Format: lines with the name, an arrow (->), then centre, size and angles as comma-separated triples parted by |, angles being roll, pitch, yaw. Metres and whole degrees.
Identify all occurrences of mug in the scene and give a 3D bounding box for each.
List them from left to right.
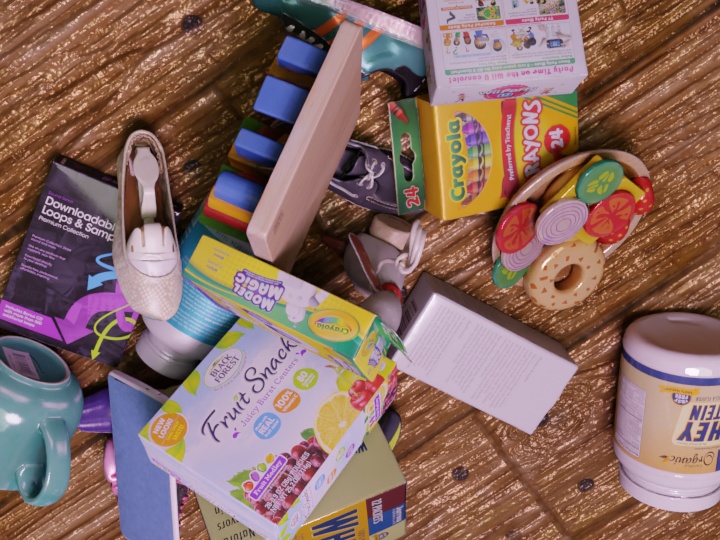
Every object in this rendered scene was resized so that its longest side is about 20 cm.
mug -> -0.362, 0.149, 1.003 | 0.185, 0.152, 0.115 | 32, 102, 0

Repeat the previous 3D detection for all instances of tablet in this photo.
tablet -> -0.229, 0.215, 1.007 | 0.014, 0.130, 0.201 | -13, 109, -39

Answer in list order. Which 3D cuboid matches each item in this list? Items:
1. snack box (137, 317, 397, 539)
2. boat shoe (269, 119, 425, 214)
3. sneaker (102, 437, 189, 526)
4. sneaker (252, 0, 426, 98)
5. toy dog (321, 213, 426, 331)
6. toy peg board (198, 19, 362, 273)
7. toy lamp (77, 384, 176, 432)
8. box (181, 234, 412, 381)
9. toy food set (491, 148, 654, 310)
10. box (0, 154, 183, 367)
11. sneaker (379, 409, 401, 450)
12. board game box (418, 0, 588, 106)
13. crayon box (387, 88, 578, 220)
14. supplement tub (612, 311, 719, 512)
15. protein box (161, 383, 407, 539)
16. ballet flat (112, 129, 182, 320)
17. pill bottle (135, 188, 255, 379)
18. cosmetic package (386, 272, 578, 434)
snack box -> -0.086, 0.139, 0.921 | 0.168, 0.200, 0.068 | 28, 148, 22
boat shoe -> -0.007, -0.103, 1.001 | 0.200, 0.063, 0.073 | 21, 105, -14
sneaker -> -0.234, 0.276, 1.120 | 0.095, 0.079, 0.201 | -19, 113, -11
sneaker -> -0.020, -0.232, 0.947 | 0.199, 0.071, 0.080 | 16, 104, -14
toy dog -> 0.000, 0.000, 0.980 | 0.096, 0.200, 0.132 | 16, 92, -2
toy peg board -> -0.081, -0.110, 0.855 | 0.098, 0.199, 0.200 | 22, 78, 4
toy lamp -> -0.225, 0.144, 1.074 | 0.199, 0.058, 0.058 | -14, 112, -3
box -> -0.051, 0.042, 0.844 | 0.200, 0.117, 0.048 | 22, 78, 15
toy food set -> 0.228, -0.046, 1.018 | 0.198, 0.049, 0.200 | 23, 119, -43
box -> -0.295, -0.007, 1.020 | 0.143, 0.036, 0.200 | 21, 105, -14
sneaker -> -0.044, 0.213, 1.114 | 0.200, 0.074, 0.081 | -28, 108, 3
board game box -> 0.129, -0.270, 0.911 | 0.147, 0.064, 0.201 | -5, 83, -4
crayon box -> 0.133, -0.129, 0.990 | 0.199, 0.051, 0.127 | -14, 113, -16
supplement tub -> 0.373, 0.164, 1.102 | 0.144, 0.144, 0.201 | -3, 111, -5
protein box -> -0.079, 0.206, 0.998 | 0.198, 0.200, 0.135 | -20, 144, -12
ballet flat -> -0.216, -0.049, 0.941 | 0.067, 0.062, 0.201 | -5, 68, -20
pill bottle -> -0.160, 0.018, 1.004 | 0.111, 0.111, 0.200 | 31, 104, -16
cosmetic package -> 0.136, 0.096, 1.088 | 0.200, 0.071, 0.102 | 28, 105, -15
